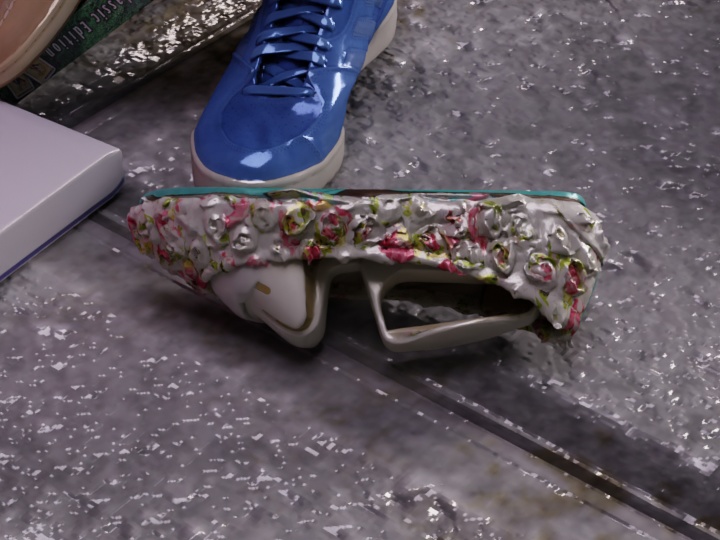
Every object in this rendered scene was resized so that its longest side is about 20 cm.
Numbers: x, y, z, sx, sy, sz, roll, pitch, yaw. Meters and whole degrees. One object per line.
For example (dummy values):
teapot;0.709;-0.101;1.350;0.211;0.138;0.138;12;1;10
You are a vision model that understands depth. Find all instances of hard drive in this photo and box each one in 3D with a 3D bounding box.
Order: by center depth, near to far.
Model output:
hard drive;-0.226;-0.047;0.825;0.200;0.025;0.132;22;44;27

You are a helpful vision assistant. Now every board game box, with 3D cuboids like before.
board game box;-0.095;-0.163;0.879;0.200;0.023;0.105;-31;26;28

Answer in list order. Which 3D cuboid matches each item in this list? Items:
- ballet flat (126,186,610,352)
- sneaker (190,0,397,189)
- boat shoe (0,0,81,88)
ballet flat;0.000;0.000;0.735;0.199;0.076;0.064;0;71;9
sneaker;-0.029;-0.121;0.848;0.076;0.112;0.200;12;40;15
boat shoe;-0.159;-0.181;0.874;0.071;0.064;0.201;-8;58;47
